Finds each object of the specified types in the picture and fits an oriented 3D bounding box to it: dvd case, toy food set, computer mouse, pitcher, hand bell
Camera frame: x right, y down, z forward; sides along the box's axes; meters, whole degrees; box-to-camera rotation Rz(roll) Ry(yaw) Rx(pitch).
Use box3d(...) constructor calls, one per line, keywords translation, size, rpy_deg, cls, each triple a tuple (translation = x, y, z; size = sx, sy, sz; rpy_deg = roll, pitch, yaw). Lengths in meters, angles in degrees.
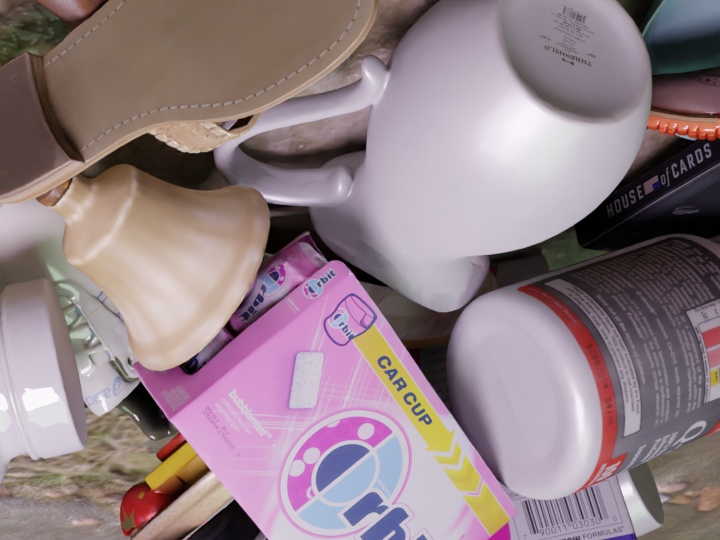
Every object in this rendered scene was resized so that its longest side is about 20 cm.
box3d(translation=(0.249, -0.042, 1.019), size=(0.200, 0.025, 0.150), rpy_deg=(3, 157, -33), cls="dvd case")
box3d(translation=(-0.061, 0.091, 1.021), size=(0.198, 0.049, 0.200), rpy_deg=(-41, 177, 30), cls="toy food set")
box3d(translation=(-0.052, 0.144, 1.011), size=(0.140, 0.046, 0.200), rpy_deg=(-40, 178, 21), cls="computer mouse")
box3d(translation=(0.032, -0.067, 0.838), size=(0.171, 0.122, 0.200), rpy_deg=(16, 151, -19), cls="pitcher")
box3d(translation=(-0.151, -0.044, 0.814), size=(0.200, 0.104, 0.104), rpy_deg=(34, 127, -29), cls="hand bell")

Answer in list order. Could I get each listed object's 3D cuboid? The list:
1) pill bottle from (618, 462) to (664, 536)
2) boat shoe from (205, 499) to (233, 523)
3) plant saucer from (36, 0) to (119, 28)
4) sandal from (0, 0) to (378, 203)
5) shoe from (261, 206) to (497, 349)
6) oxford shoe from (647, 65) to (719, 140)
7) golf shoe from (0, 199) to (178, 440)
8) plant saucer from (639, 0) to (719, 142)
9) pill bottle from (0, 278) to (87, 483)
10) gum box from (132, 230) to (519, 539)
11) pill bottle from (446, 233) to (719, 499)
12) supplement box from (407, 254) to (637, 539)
box3d(translation=(0.116, 0.186, 1.277), size=(0.200, 0.112, 0.112), rpy_deg=(-26, 148, 17), cls="pill bottle")
box3d(translation=(-0.025, 0.159, 1.160), size=(0.200, 0.060, 0.076), rpy_deg=(-35, 152, 33), cls="boat shoe")
box3d(translation=(-0.054, -0.148, 0.727), size=(0.200, 0.037, 0.201), rpy_deg=(-11, 149, -7), cls="plant saucer")
box3d(translation=(-0.075, -0.084, 0.738), size=(0.211, 0.078, 0.070), rpy_deg=(-22, 169, 22), cls="sandal")
box3d(translation=(0.000, 0.000, 0.959), size=(0.200, 0.070, 0.053), rpy_deg=(6, 147, -32), cls="shoe")
box3d(translation=(0.227, -0.103, 0.865), size=(0.199, 0.073, 0.071), rpy_deg=(-5, -176, 8), cls="oxford shoe")
box3d(translation=(-0.142, 0.023, 0.909), size=(0.078, 0.097, 0.200), rpy_deg=(-24, 147, 18), cls="golf shoe")
box3d(translation=(0.231, -0.136, 0.886), size=(0.200, 0.027, 0.200), rpy_deg=(-12, 149, -7), cls="plant saucer")
box3d(translation=(-0.237, 0.066, 0.823), size=(0.199, 0.113, 0.113), rpy_deg=(-12, 150, -5), cls="pill bottle")
box3d(translation=(-0.018, 0.086, 0.898), size=(0.113, 0.066, 0.200), rpy_deg=(-39, 123, -6), cls="gum box")
box3d(translation=(0.156, 0.044, 0.962), size=(0.200, 0.116, 0.116), rpy_deg=(-17, 154, -33), cls="pill bottle")
box3d(translation=(0.087, 0.105, 1.046), size=(0.101, 0.200, 0.103), rpy_deg=(-11, 151, -5), cls="supplement box")
